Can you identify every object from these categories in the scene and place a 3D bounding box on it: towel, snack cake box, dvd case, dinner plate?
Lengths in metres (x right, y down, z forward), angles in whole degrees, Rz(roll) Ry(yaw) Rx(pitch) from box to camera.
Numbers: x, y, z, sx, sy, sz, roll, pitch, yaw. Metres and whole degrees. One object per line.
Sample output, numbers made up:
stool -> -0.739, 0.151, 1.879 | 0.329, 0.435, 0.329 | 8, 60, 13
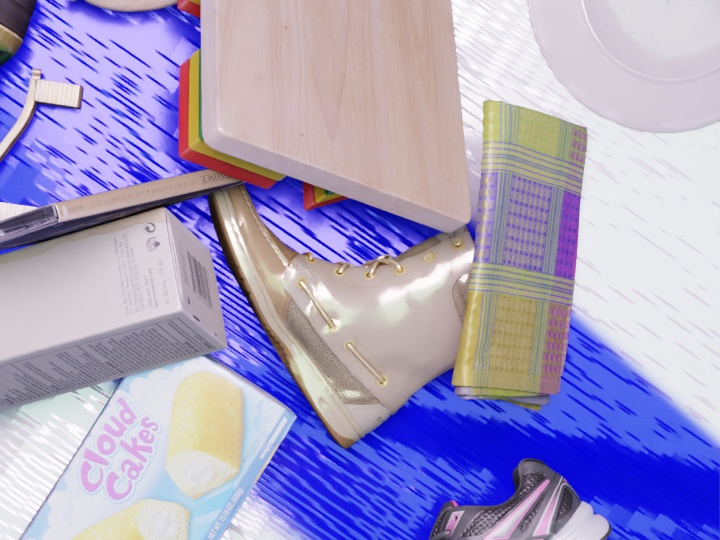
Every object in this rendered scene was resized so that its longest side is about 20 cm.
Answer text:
towel -> 0.108, -0.006, 1.257 | 0.023, 0.143, 0.202 | 5, 88, 32
snack cake box -> -0.144, 0.150, 1.261 | 0.114, 0.067, 0.201 | 32, 87, -5
dvd case -> -0.175, -0.034, 1.168 | 0.148, 0.199, 0.016 | -15, 92, 34
dinner plate -> 0.217, -0.199, 1.317 | 0.198, 0.024, 0.202 | 0, 89, -4

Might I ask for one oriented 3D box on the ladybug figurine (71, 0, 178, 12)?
ladybug figurine -> -0.129, -0.255, 1.260 | 0.200, 0.072, 0.136 | -41, 94, -4

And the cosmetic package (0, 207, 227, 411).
cosmetic package -> -0.196, 0.032, 1.193 | 0.198, 0.104, 0.074 | -14, 71, 8

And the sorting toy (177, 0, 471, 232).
sorting toy -> -0.031, -0.129, 1.213 | 0.198, 0.069, 0.202 | 18, 54, -34

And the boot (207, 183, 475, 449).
boot -> 0.000, 0.000, 1.269 | 0.155, 0.073, 0.201 | -31, 99, -3

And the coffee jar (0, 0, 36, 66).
coffee jar -> -0.299, -0.124, 1.238 | 0.104, 0.085, 0.201 | 28, 88, -1

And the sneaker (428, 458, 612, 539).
sneaker -> 0.071, 0.206, 1.286 | 0.199, 0.080, 0.087 | -36, 81, -12

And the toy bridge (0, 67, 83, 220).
toy bridge -> -0.234, -0.038, 1.273 | 0.067, 0.027, 0.202 | 7, 90, -4
